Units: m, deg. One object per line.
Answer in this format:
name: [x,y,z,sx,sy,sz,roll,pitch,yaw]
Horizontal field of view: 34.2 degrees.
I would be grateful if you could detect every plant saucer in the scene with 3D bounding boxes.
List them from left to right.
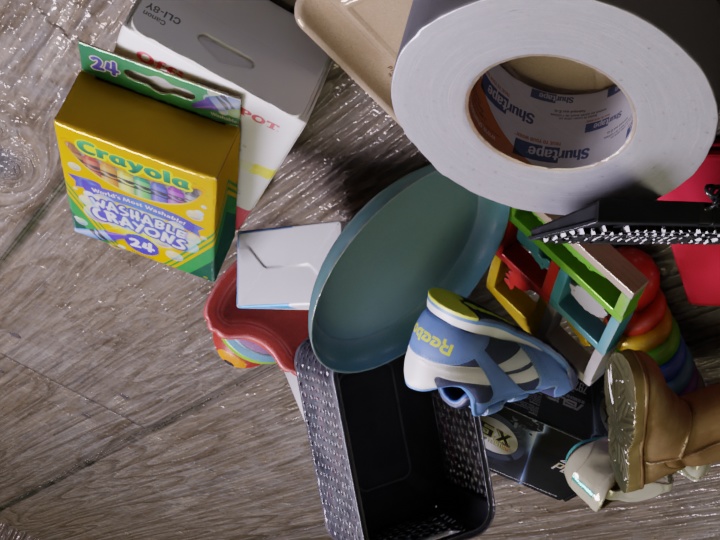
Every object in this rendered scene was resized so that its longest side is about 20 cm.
plant saucer: [0.034,-0.006,0.899,0.027,0.200,0.201,44,164,29]

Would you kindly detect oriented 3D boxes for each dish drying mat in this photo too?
dish drying mat: [0.271,-0.032,0.889,0.076,0.018,0.200,3,148,28]

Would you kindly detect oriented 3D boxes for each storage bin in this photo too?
storage bin: [0.031,0.149,1.062,0.134,0.202,0.094,-14,-171,-24]

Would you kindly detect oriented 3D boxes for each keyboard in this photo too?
keyboard: [0.221,-0.033,0.775,0.198,0.021,0.127,-2,166,-34]

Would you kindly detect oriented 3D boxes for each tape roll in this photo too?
tape roll: [0.121,-0.120,0.723,0.198,0.067,0.201,11,148,7]

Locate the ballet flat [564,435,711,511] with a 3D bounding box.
ballet flat: [0.281,0.174,1.079,0.198,0.070,0.070,-15,161,-22]

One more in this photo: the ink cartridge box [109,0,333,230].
ink cartridge box: [-0.119,-0.131,0.898,0.144,0.084,0.200,27,152,-10]

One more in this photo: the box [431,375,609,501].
box: [0.164,0.143,1.188,0.198,0.087,0.164,24,151,-6]

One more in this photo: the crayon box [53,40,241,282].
crayon box: [-0.158,-0.074,0.880,0.125,0.052,0.200,20,152,2]

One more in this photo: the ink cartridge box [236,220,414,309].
ink cartridge box: [0.000,0.000,1.016,0.114,0.069,0.199,-3,176,37]

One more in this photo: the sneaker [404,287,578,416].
sneaker: [0.106,0.078,0.970,0.199,0.083,0.074,24,-176,-43]

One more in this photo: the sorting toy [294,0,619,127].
sorting toy: [0.082,-0.158,0.779,0.199,0.037,0.185,-16,135,41]

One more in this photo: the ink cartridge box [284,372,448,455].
ink cartridge box: [-0.002,0.138,1.223,0.178,0.044,0.200,65,150,10]

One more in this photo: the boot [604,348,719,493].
boot: [0.306,0.102,0.976,0.198,0.067,0.176,-16,141,-3]

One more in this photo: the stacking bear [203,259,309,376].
stacking bear: [-0.100,0.048,1.174,0.121,0.115,0.200,28,162,-8]

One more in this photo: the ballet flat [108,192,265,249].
ballet flat: [-0.166,-0.052,1.088,0.199,0.063,0.069,-10,140,43]

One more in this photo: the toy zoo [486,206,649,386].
toy zoo: [0.164,0.019,0.976,0.131,0.020,0.201,45,159,20]

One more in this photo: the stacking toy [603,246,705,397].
stacking toy: [0.239,0.056,1.003,0.085,0.086,0.201,3,143,29]
